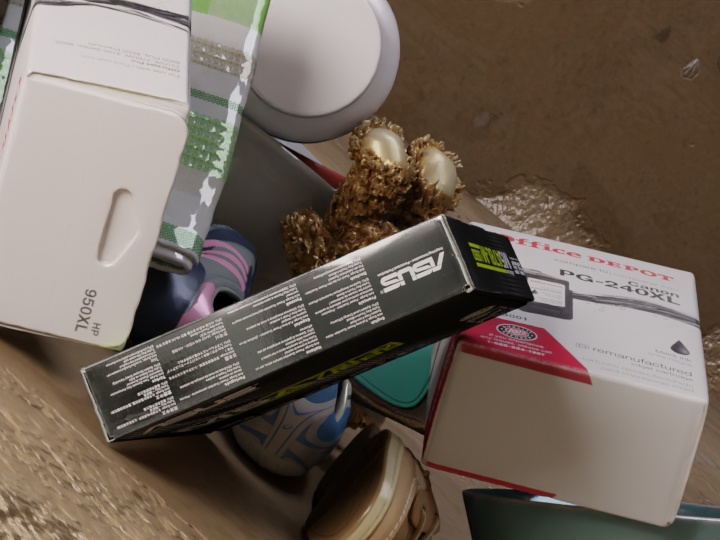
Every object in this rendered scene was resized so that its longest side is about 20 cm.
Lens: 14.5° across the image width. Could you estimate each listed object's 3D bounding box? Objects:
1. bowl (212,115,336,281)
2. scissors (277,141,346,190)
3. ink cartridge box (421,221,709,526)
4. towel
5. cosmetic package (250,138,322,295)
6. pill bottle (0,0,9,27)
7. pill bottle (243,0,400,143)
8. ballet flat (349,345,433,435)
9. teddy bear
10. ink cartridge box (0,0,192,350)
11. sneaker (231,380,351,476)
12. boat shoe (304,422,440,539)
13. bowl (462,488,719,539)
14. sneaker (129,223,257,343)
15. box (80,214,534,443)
[{"bbox_3d":[-0.099,-0.051,1.878,0.201,0.090,0.201,36,-6,4],"label":"bowl"},{"bbox_3d":[-0.003,-0.053,1.962,0.073,0.014,0.200,26,-1,38],"label":"scissors"},{"bbox_3d":[0.117,0.054,1.631,0.145,0.083,0.200,13,22,-1],"label":"ink cartridge box"},{"bbox_3d":[-0.139,-0.102,1.595,0.149,0.200,0.031,19,-31,-8],"label":"towel"},{"bbox_3d":[-0.045,-0.018,2.016,0.200,0.101,0.071,45,8,22],"label":"cosmetic package"},{"bbox_3d":[-0.185,-0.097,1.665,0.200,0.113,0.113,41,7,-7],"label":"pill bottle"},{"bbox_3d":[-0.034,-0.141,1.832,0.120,0.120,0.200,42,1,-3],"label":"pill bottle"},{"bbox_3d":[0.045,0.079,1.751,0.200,0.068,0.072,27,-30,3],"label":"ballet flat"},{"bbox_3d":[0.000,0.000,1.813,0.067,0.200,0.145,17,15,38],"label":"teddy bear"},{"bbox_3d":[-0.139,-0.076,1.432,0.084,0.145,0.200,12,29,-10],"label":"ink cartridge box"},{"bbox_3d":[-0.034,0.070,1.664,0.072,0.072,0.200,40,6,-6],"label":"sneaker"},{"bbox_3d":[0.016,0.131,1.572,0.065,0.071,0.200,41,6,-3],"label":"boat shoe"},{"bbox_3d":[0.156,0.188,1.669,0.201,0.105,0.201,4,-3,0],"label":"bowl"},{"bbox_3d":[-0.090,0.022,1.652,0.082,0.070,0.200,38,14,11],"label":"sneaker"},{"bbox_3d":[-0.021,0.032,1.452,0.193,0.200,0.048,3,65,-79],"label":"box"}]
